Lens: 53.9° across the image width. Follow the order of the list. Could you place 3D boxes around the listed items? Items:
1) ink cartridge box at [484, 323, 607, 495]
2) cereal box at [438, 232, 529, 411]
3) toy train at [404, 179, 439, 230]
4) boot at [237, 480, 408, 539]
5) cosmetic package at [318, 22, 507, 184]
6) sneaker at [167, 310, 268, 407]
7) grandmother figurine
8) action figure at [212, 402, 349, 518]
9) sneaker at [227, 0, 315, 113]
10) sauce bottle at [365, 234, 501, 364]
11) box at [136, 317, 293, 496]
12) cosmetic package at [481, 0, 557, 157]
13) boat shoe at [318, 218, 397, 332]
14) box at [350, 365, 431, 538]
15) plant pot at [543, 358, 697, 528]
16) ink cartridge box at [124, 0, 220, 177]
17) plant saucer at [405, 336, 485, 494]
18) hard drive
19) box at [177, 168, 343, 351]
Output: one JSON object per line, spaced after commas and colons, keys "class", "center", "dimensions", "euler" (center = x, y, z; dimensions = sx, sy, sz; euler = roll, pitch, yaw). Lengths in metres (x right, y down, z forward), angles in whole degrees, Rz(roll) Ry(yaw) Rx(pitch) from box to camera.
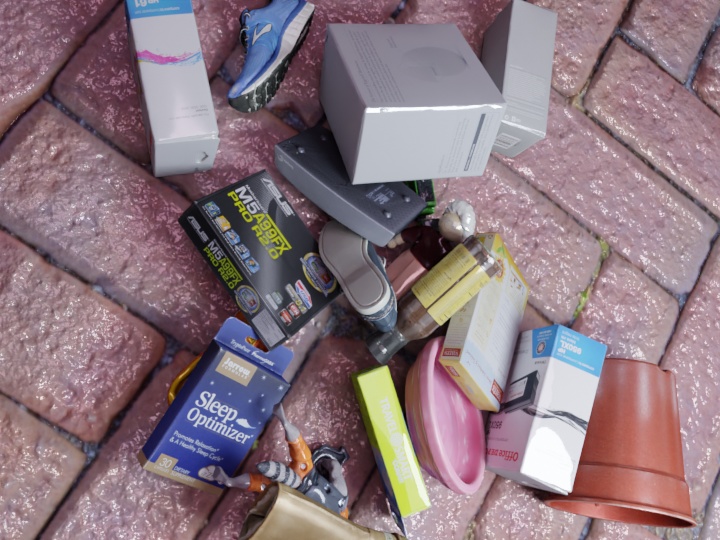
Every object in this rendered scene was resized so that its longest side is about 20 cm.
{"class": "ink cartridge box", "center": [0.247, 0.190, 0.980], "dimensions": [0.083, 0.144, 0.204], "euler": [22, 74, -10]}
{"class": "cereal box", "center": [0.176, 0.071, 0.979], "dimensions": [0.144, 0.039, 0.203], "euler": [50, 52, -42]}
{"class": "toy train", "center": [0.098, -0.044, 1.023], "dimensions": [0.041, 0.056, 0.205], "euler": [-6, 82, -17]}
{"class": "boot", "center": [-0.061, 0.346, 0.852], "dimensions": [0.197, 0.066, 0.177], "euler": [28, 109, -23]}
{"class": "cosmetic package", "center": [0.061, -0.232, 0.969], "dimensions": [0.195, 0.125, 0.202], "euler": [-5, 49, -18]}
{"class": "sneaker", "center": [-0.163, 0.110, 0.909], "dimensions": [0.073, 0.077, 0.201], "euler": [42, 70, -4]}
{"class": "grandmother figurine", "center": [0.085, -0.011, 0.966], "dimensions": [0.121, 0.061, 0.201], "euler": [42, 99, 5]}
{"class": "action figure", "center": [-0.091, 0.291, 0.877], "dimensions": [0.194, 0.104, 0.201], "euler": [45, 75, -26]}
{"class": "sneaker", "center": [-0.141, -0.310, 0.997], "dimensions": [0.088, 0.079, 0.203], "euler": [26, 66, -3]}
{"class": "sauce bottle", "center": [0.090, 0.041, 0.917], "dimensions": [0.199, 0.065, 0.065], "euler": [-41, 93, 6]}
{"class": "box", "center": [-0.168, 0.169, 0.867], "dimensions": [0.120, 0.032, 0.202], "euler": [35, 86, -38]}
{"class": "cosmetic package", "center": [0.234, -0.292, 1.082], "dimensions": [0.088, 0.107, 0.205], "euler": [15, 78, -13]}
{"class": "boat shoe", "center": [0.000, 0.000, 0.931], "dimensions": [0.074, 0.201, 0.062], "euler": [-32, 131, -2]}
{"class": "box", "center": [0.039, 0.227, 0.922], "dimensions": [0.047, 0.122, 0.205], "euler": [-17, 85, -7]}
{"class": "plant pot", "center": [0.363, 0.239, 0.992], "dimensions": [0.196, 0.201, 0.200], "euler": [15, 68, -13]}
{"class": "ink cartridge box", "center": [-0.244, -0.239, 0.909], "dimensions": [0.083, 0.144, 0.205], "euler": [-12, 84, -18]}
{"class": "plant saucer", "center": [0.111, 0.192, 0.940], "dimensions": [0.050, 0.200, 0.206], "euler": [-15, 83, 23]}
{"class": "hard drive", "center": [-0.015, -0.116, 0.961], "dimensions": [0.198, 0.043, 0.135], "euler": [37, 35, 9]}
{"class": "box", "center": [-0.120, -0.020, 0.917], "dimensions": [0.202, 0.044, 0.160], "euler": [55, 35, -2]}
